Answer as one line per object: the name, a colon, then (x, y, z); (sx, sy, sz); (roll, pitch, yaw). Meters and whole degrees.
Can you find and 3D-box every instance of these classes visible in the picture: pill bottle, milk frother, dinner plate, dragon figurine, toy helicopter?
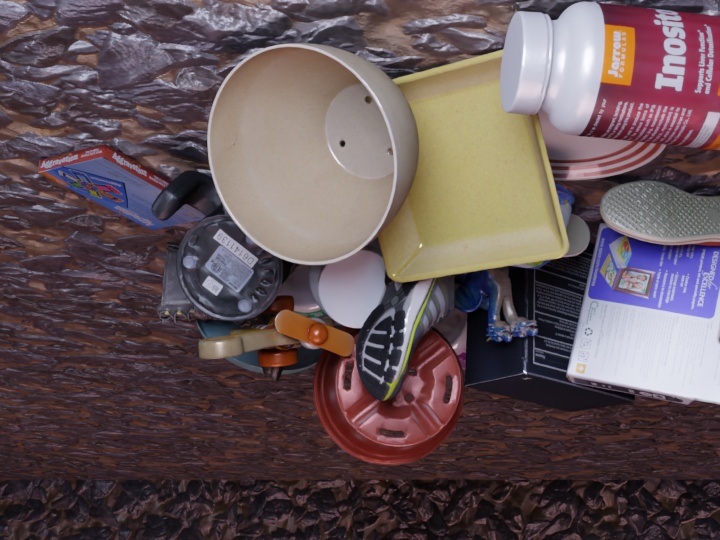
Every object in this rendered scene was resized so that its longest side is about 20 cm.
pill bottle: (-0.033, 0.029, 1.608); (0.113, 0.113, 0.200); (-4, 160, 21)
milk frother: (-0.109, -0.070, 1.325); (0.200, 0.181, 0.188); (-33, -172, 15)
dinner plate: (0.212, -0.141, 1.215); (0.200, 0.024, 0.200); (2, 161, 1)
pill bottle: (0.225, -0.166, 1.005); (0.200, 0.113, 0.113); (4, 161, -5)
pill bottle: (0.172, 0.095, 1.765); (0.112, 0.112, 0.200); (-11, 157, 36)
dragon figurine: (0.138, 0.018, 1.453); (0.059, 0.100, 0.200); (-2, -158, -42)
pill bottle: (0.000, 0.000, 1.390); (0.119, 0.120, 0.200); (3, -169, 0)
toy helicopter: (-0.097, 0.075, 1.297); (0.132, 0.079, 0.200); (-1, -175, 32)

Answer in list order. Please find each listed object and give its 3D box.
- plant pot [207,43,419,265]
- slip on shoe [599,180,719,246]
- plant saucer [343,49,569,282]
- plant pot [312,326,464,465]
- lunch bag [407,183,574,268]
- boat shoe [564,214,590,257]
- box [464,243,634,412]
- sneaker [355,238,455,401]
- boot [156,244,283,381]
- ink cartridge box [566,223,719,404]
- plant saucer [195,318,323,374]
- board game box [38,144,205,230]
plant pot: (-0.024, -0.118, 1.115); (0.200, 0.201, 0.134); (-10, -170, 32)
slip on shoe: (0.364, -0.059, 1.363); (0.200, 0.074, 0.061); (3, 164, -15)
plant saucer: (0.098, -0.101, 1.158); (0.200, 0.200, 0.048); (-9, -169, 32)
plant pot: (0.041, 0.141, 1.463); (0.200, 0.201, 0.195); (4, 172, -2)
lunch bag: (0.122, -0.067, 1.303); (0.200, 0.083, 0.161); (16, 166, -2)
boat shoe: (0.171, -0.046, 1.420); (0.201, 0.070, 0.072); (9, 172, 2)
box: (0.245, 0.066, 1.541); (0.200, 0.199, 0.123); (17, 156, -33)
sneaker: (0.060, 0.048, 1.271); (0.081, 0.200, 0.074); (12, -167, -42)
boot: (-0.187, 0.058, 1.603); (0.174, 0.200, 0.069); (-3, 157, -5)
ink cartridge box: (0.365, 0.054, 1.421); (0.200, 0.198, 0.043); (10, 167, 24)
plant saucer: (-0.139, 0.085, 1.688); (0.200, 0.200, 0.027); (9, 124, -17)
board game box: (-0.277, -0.097, 1.426); (0.103, 0.019, 0.200); (-10, 157, 29)
